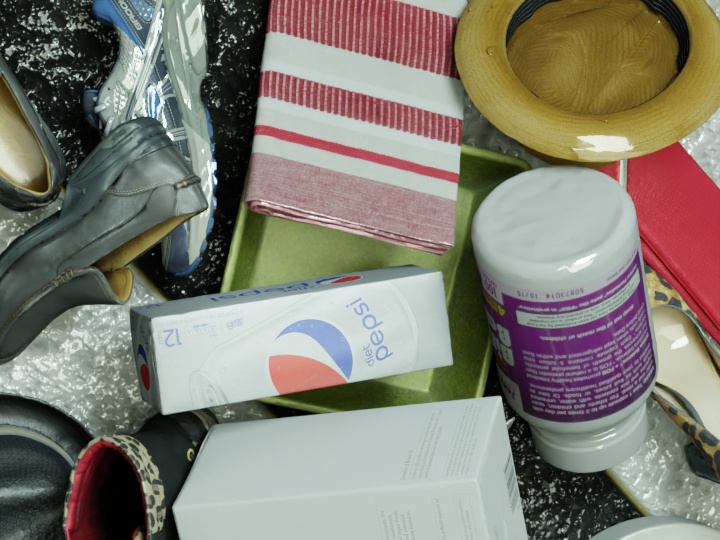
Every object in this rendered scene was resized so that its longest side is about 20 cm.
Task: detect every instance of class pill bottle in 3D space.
[{"bbox_3d":[0.141,0.038,1.734,0.112,0.112,0.201,-25,131,-13],"label":"pill bottle"}]

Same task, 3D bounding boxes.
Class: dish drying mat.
[{"bbox_3d":[0.231,-0.032,1.842,0.077,0.018,0.200,-45,105,-10],"label":"dish drying mat"}]

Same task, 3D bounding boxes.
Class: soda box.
[{"bbox_3d":[-0.045,0.043,1.682,0.199,0.068,0.064,-9,97,-16],"label":"soda box"}]

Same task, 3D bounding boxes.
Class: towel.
[{"bbox_3d":[0.000,-0.114,1.720,0.143,0.023,0.201,14,62,-15],"label":"towel"}]

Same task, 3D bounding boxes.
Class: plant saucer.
[{"bbox_3d":[0.000,0.000,1.760,0.199,0.048,0.201,13,91,-18],"label":"plant saucer"}]

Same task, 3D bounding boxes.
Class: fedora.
[{"bbox_3d":[0.156,-0.131,1.762,0.199,0.082,0.202,3,52,-4],"label":"fedora"},{"bbox_3d":[-0.243,0.179,1.677,0.199,0.092,0.202,-2,95,-17],"label":"fedora"}]

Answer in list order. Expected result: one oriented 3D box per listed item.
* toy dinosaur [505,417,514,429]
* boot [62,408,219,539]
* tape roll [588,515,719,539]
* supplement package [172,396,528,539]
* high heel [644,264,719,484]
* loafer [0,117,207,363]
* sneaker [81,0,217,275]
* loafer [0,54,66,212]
[{"bbox_3d":[0.040,0.152,1.748,0.200,0.077,0.102,-41,118,20],"label":"toy dinosaur"},{"bbox_3d":[-0.135,0.190,1.676,0.073,0.150,0.202,1,92,17],"label":"boot"},{"bbox_3d":[0.218,0.278,1.853,0.201,0.037,0.204,-1,94,-16],"label":"tape roll"},{"bbox_3d":[-0.003,0.166,1.652,0.198,0.120,0.122,-6,113,13],"label":"supplement package"},{"bbox_3d":[0.233,0.069,1.785,0.071,0.142,0.201,-32,102,-12],"label":"high heel"},{"bbox_3d":[-0.177,-0.004,1.651,0.072,0.073,0.200,47,115,13],"label":"loafer"},{"bbox_3d":[-0.141,-0.095,1.706,0.085,0.077,0.202,-5,88,-6],"label":"sneaker"},{"bbox_3d":[-0.256,-0.123,1.660,0.073,0.072,0.200,-44,104,-8],"label":"loafer"}]
